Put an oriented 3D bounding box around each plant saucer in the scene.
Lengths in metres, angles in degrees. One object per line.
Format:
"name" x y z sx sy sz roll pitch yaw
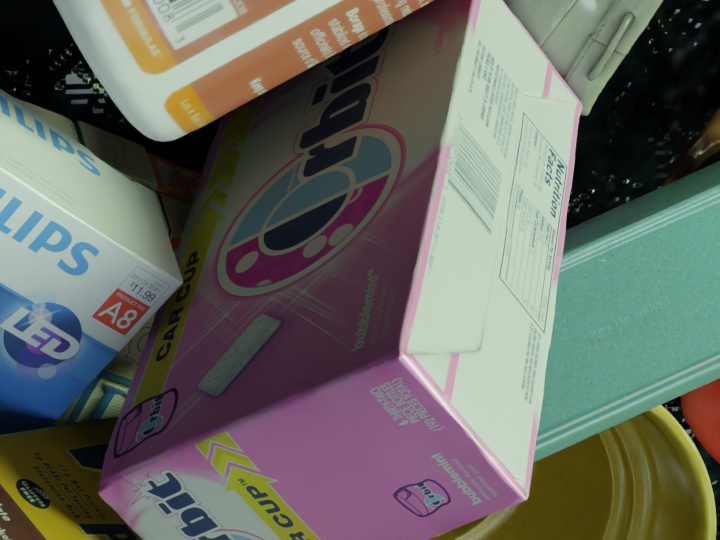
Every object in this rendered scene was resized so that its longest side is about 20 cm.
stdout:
"plant saucer" 0.089 0.016 0.818 0.199 0.019 0.070 -24 94 -2

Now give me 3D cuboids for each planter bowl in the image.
"planter bowl" 0.029 0.094 0.910 0.198 0.084 0.202 -7 123 -11

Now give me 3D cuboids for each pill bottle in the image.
"pill bottle" -0.004 -0.133 0.739 0.199 0.112 0.113 -28 125 2

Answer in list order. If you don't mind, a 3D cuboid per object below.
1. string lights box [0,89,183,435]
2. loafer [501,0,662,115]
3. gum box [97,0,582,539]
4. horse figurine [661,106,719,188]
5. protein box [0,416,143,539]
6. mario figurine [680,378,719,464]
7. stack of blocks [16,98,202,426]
"string lights box" -0.161 0.034 0.759 0.102 0.059 0.200 33 110 -31
"loafer" 0.125 -0.135 0.793 0.200 0.070 0.070 -42 92 21
"gum box" 0.000 0.000 0.754 0.113 0.201 0.066 -25 121 29
"horse figurine" 0.189 -0.045 0.861 0.199 0.050 0.134 21 81 -13
"protein box" -0.116 0.164 0.760 0.199 0.135 0.200 -47 162 20
"mario figurine" 0.212 0.022 0.939 0.198 0.106 0.125 -14 88 -19
"stack of blocks" -0.156 -0.005 0.809 0.199 0.059 0.116 21 114 -26
